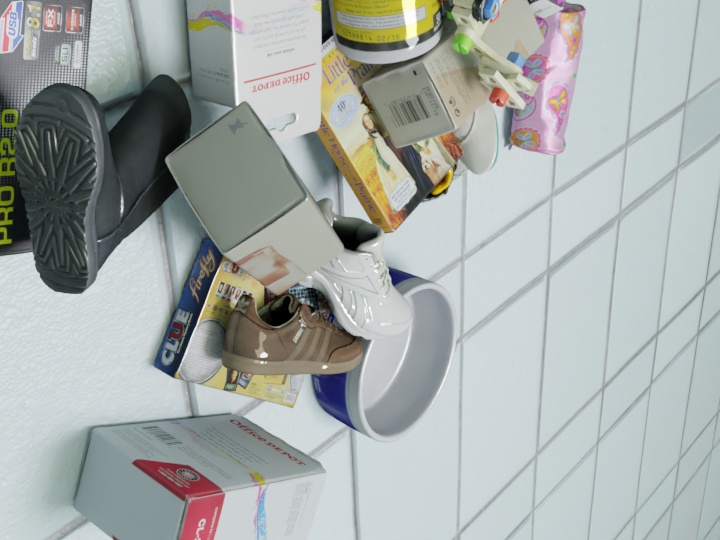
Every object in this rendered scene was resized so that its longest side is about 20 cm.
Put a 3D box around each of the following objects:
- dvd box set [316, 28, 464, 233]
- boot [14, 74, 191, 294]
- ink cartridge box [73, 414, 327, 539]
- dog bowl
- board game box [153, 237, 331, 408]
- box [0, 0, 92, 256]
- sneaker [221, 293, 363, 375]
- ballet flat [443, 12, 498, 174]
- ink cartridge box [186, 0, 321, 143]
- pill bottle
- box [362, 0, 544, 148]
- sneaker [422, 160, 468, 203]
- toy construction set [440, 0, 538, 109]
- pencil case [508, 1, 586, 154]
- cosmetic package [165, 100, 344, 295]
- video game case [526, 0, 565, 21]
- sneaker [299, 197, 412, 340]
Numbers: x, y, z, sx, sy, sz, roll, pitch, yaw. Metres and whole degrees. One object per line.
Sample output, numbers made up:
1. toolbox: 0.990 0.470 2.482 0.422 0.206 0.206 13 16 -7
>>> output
1. dvd box set: 0.019 -0.164 1.041 0.146 0.029 0.202 -46 116 -31
2. boot: -0.184 -0.102 0.766 0.201 0.064 0.167 -59 167 -53
3. ink cartridge box: -0.150 0.212 0.959 0.198 0.144 0.085 5 104 -53
4. dog bowl: 0.033 0.101 1.210 0.199 0.078 0.204 -28 127 -44
5. board game box: -0.113 0.060 1.032 0.199 0.034 0.138 27 85 -55
6. box: -0.278 -0.110 0.719 0.159 0.044 0.204 -11 115 -52
7. sneaker: -0.059 0.063 1.018 0.198 0.069 0.077 1 100 -55
8. ballet flat: 0.113 -0.208 1.139 0.069 0.068 0.205 23 58 -55
9. ink cartridge box: -0.095 -0.220 0.893 0.116 0.067 0.204 -25 124 -44
10. pill bottle: 0.017 -0.306 0.909 0.111 0.110 0.203 -40 137 -35
11. box: 0.101 -0.219 1.033 0.200 0.094 0.079 -45 113 -36
12. sneaker: 0.086 -0.117 1.174 0.199 0.081 0.079 -28 128 -44
13. toy construction set: 0.140 -0.264 0.961 0.131 0.090 0.204 41 60 -63
14. pencil case: 0.249 -0.258 1.329 0.087 0.086 0.204 -23 124 -45
15. cosmetic package: -0.087 -0.055 0.876 0.086 0.104 0.200 -33 166 0
16. video game case: 0.206 -0.376 1.134 0.035 0.181 0.204 21 83 -17
17. sneaker: 0.000 0.000 1.043 0.199 0.099 0.079 38 35 -32
